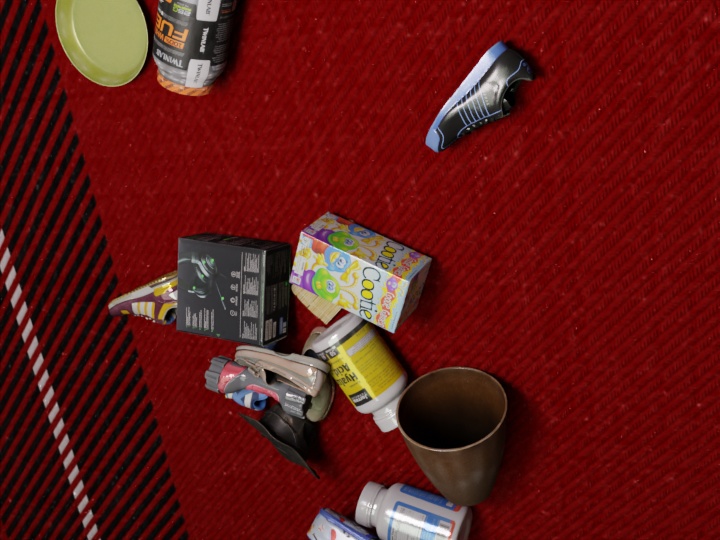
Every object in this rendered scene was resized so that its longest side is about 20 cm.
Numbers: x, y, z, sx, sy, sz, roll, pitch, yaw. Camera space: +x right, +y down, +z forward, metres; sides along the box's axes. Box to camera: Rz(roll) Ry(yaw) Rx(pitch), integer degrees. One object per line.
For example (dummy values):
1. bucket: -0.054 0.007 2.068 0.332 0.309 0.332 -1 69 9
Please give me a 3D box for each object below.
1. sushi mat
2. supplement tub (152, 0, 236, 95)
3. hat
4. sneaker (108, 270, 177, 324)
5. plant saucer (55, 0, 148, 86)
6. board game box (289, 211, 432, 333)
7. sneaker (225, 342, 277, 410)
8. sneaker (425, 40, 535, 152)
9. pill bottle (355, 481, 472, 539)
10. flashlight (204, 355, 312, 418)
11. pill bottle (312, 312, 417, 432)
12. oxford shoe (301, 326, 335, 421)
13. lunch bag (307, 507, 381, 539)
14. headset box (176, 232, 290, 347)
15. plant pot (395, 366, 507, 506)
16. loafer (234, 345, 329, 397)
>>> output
1. sushi mat: -0.040 0.005 1.689 0.096 0.012 0.200 45 125 2
2. supplement tub: -0.267 -0.393 1.548 0.122 0.123 0.201 24 122 15
3. hat: -0.135 0.306 1.835 0.200 0.081 0.201 35 164 11
4. sneaker: -0.411 0.072 1.879 0.199 0.075 0.091 -22 97 35
5. plant saucer: -0.445 -0.424 1.682 0.199 0.031 0.201 12 119 23
6. board game box: 0.000 0.000 1.594 0.199 0.105 0.104 25 121 15
7. sneaker: -0.188 0.190 1.824 0.082 0.074 0.201 35 132 7
8. sneaker: 0.175 -0.239 1.423 0.078 0.070 0.200 44 125 10
9. pill bottle: 0.097 0.459 1.779 0.199 0.112 0.113 15 120 22
10. flashlight: -0.184 0.215 1.749 0.199 0.068 0.068 19 155 17
11. pill bottle: 0.014 0.178 1.686 0.111 0.111 0.201 -32 97 35
12. oxford shoe: -0.090 0.203 1.774 0.070 0.074 0.201 13 120 19
13. lunch bag: -0.007 0.521 1.828 0.159 0.200 0.076 24 80 22
14. headset box: -0.235 0.030 1.731 0.199 0.093 0.176 7 101 24
15. plant pot: 0.168 0.301 1.642 0.186 0.187 0.201 6 132 25
16. loafer: -0.146 0.174 1.675 0.199 0.063 0.072 5 161 34
